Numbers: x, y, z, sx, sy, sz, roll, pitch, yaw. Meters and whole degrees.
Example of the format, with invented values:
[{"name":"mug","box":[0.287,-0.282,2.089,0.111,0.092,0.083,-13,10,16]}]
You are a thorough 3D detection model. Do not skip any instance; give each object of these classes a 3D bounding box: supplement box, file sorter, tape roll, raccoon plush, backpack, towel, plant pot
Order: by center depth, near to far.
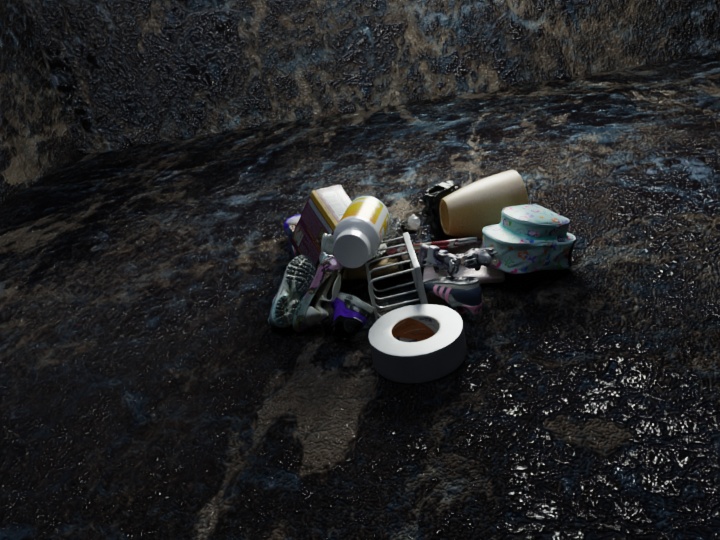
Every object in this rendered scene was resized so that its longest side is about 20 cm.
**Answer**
[{"name":"tape roll","box":[0.117,0.147,1.402,0.197,0.067,0.201,-9,26,4]},{"name":"file sorter","box":[0.080,0.024,1.588,0.123,0.140,0.201,-14,25,3]},{"name":"backpack","box":[0.388,-0.069,1.608,0.197,0.153,0.177,-13,27,-20]},{"name":"towel","box":[0.257,-0.012,1.708,0.197,0.033,0.192,-6,25,11]},{"name":"towel","box":[0.182,-0.062,1.731,0.198,0.023,0.144,-6,3,30]},{"name":"plant pot","box":[0.312,-0.156,1.773,0.197,0.189,0.187,-8,25,-8]},{"name":"raccoon plush","box":[0.060,-0.087,1.788,0.133,0.097,0.200,-35,-10,-23]},{"name":"supplement box","box":[-0.091,-0.105,1.799,0.102,0.201,0.132,-17,62,-38]}]

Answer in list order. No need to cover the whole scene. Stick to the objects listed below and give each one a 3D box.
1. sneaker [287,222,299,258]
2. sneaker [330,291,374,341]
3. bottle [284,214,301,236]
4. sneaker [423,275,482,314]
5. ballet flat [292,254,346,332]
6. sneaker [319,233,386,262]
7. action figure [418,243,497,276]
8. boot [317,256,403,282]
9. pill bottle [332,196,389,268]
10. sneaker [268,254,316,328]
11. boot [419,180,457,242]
[{"name":"sneaker","box":[-0.158,-0.054,1.934,0.074,0.079,0.201,-1,37,-22]},{"name":"sneaker","box":[-0.040,0.107,1.543,0.100,0.069,0.200,-64,15,-7]},{"name":"bottle","box":[-0.159,-0.129,2.050,0.083,0.066,0.199,-23,17,-26]},{"name":"sneaker","box":[0.205,0.058,1.545,0.069,0.083,0.200,-17,9,-21]},{"name":"ballet flat","box":[-0.091,0.063,1.552,0.071,0.202,0.069,33,10,36]},{"name":"sneaker","box":[-0.015,-0.064,1.702,0.198,0.082,0.075,-9,8,-37]},{"name":"action figure","box":[0.230,-0.023,1.568,0.129,0.071,0.199,-1,4,-40]},{"name":"boot","box":[0.000,0.000,1.724,0.197,0.067,0.175,-5,12,13]},{"name":"pill bottle","box":[-0.002,-0.086,1.573,0.109,0.112,0.201,-4,25,15]},{"name":"sneaker","box":[-0.175,0.050,1.648,0.086,0.077,0.202,-29,31,53]},{"name":"boot","box":[0.249,-0.165,1.872,0.197,0.164,0.073,-28,30,-32]}]
